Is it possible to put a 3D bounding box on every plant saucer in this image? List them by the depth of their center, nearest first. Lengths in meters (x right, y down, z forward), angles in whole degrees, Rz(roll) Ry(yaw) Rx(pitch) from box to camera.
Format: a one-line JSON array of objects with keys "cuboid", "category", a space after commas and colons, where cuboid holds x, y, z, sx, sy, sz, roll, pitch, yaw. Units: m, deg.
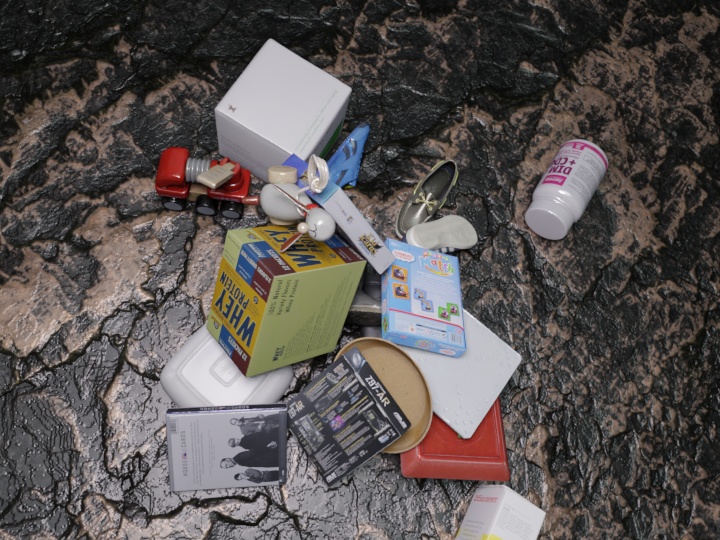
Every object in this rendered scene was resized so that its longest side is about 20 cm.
[{"cuboid": [0.038, 0.205, 1.014, 0.201, 0.200, 0.035, 53, 32, 10], "category": "plant saucer"}, {"cuboid": [0.166, 0.258, 1.053, 0.196, 0.037, 0.203, 7, 58, -11], "category": "plant saucer"}]

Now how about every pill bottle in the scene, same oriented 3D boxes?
[{"cuboid": [0.438, -0.172, 1.282, 0.113, 0.114, 0.201, 34, 69, 3], "category": "pill bottle"}]

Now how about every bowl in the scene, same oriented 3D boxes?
[{"cuboid": [-0.235, 0.182, 1.069, 0.199, 0.075, 0.200, 42, 68, 5], "category": "bowl"}]

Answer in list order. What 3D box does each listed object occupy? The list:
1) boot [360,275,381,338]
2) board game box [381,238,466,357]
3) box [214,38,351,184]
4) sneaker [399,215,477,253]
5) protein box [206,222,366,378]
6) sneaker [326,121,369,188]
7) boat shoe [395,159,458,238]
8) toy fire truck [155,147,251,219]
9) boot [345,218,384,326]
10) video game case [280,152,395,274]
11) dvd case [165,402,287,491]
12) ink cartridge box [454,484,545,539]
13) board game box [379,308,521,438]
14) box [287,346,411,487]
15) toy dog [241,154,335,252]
[{"cuboid": [0.078, 0.115, 1.144, 0.162, 0.066, 0.203, 0, 65, 3], "category": "boot"}, {"cuboid": [0.111, 0.046, 1.080, 0.149, 0.037, 0.203, 14, 52, -16], "category": "board game box"}, {"cuboid": [-0.154, -0.296, 1.193, 0.198, 0.172, 0.201, 30, 69, 2], "category": "box"}, {"cuboid": [0.152, -0.059, 1.224, 0.198, 0.084, 0.076, -6, 67, -38], "category": "sneaker"}, {"cuboid": [-0.128, 0.041, 1.014, 0.198, 0.201, 0.135, -11, 41, -45], "category": "protein box"}, {"cuboid": [-0.027, -0.221, 1.251, 0.078, 0.066, 0.201, 37, 69, -8], "category": "sneaker"}, {"cuboid": [0.139, -0.151, 1.252, 0.072, 0.060, 0.203, 35, 69, 3], "category": "boat shoe"}, {"cuboid": [-0.295, -0.172, 1.111, 0.173, 0.200, 0.131, 8, 69, -7], "category": "toy fire truck"}, {"cuboid": [0.000, -0.001, 1.143, 0.179, 0.073, 0.203, 2, 62, 32], "category": "boot"}, {"cuboid": [-0.042, -0.102, 1.044, 0.045, 0.181, 0.200, -44, 38, -2], "category": "video game case"}, {"cuboid": [-0.222, 0.298, 1.012, 0.196, 0.025, 0.153, 0, 109, -9], "category": "dvd case"}, {"cuboid": [0.214, 0.474, 1.005, 0.083, 0.145, 0.202, 29, 69, 1], "category": "ink cartridge box"}, {"cuboid": [0.161, 0.164, 1.072, 0.199, 0.026, 0.200, 39, 58, 10], "category": "board game box"}, {"cuboid": [-0.032, 0.252, 1.021, 0.161, 0.200, 0.043, 52, 32, 11], "category": "box"}, {"cuboid": [-0.119, -0.098, 0.923, 0.095, 0.199, 0.134, -13, 98, -24], "category": "toy dog"}]
